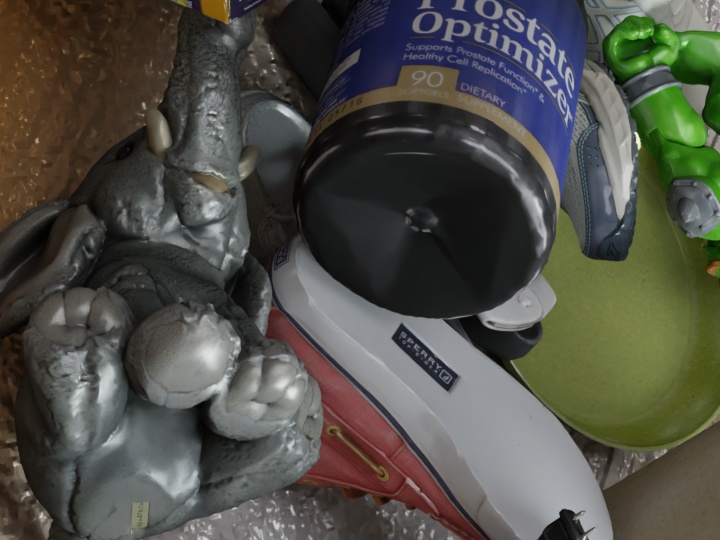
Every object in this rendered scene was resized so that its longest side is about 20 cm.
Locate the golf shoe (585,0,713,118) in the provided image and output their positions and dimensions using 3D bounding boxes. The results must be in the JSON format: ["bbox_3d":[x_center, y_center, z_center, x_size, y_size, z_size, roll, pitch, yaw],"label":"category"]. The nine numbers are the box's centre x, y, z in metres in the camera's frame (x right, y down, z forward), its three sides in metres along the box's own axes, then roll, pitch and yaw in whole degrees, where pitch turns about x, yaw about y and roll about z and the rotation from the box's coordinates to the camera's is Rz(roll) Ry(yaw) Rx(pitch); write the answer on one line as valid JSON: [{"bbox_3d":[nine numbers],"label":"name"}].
[{"bbox_3d":[0.148,-0.149,1.205,0.200,0.097,0.079,33,55,-28],"label":"golf shoe"}]

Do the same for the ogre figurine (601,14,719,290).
[{"bbox_3d":[0.214,-0.056,1.186,0.200,0.098,0.120,35,44,-44],"label":"ogre figurine"}]

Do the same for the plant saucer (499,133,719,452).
[{"bbox_3d":[0.123,-0.001,1.177,0.199,0.031,0.201,14,67,-35],"label":"plant saucer"}]

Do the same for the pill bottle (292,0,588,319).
[{"bbox_3d":[0.042,-0.084,0.995,0.112,0.112,0.200,39,40,-23],"label":"pill bottle"}]

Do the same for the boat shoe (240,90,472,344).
[{"bbox_3d":[-0.001,0.001,1.051,0.074,0.065,0.202,-35,98,-41],"label":"boat shoe"}]

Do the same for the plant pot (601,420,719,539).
[{"bbox_3d":[0.180,0.149,1.032,0.200,0.184,0.201,23,42,-23],"label":"plant pot"}]

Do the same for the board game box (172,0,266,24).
[{"bbox_3d":[-0.060,-0.196,1.010,0.200,0.165,0.057,-37,140,-40],"label":"board game box"}]

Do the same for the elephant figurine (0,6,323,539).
[{"bbox_3d":[-0.087,0.004,0.947,0.142,0.155,0.200,68,6,-45],"label":"elephant figurine"}]

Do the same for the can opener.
[{"bbox_3d":[0.023,-0.045,1.079,0.053,0.066,0.200,-18,70,-44],"label":"can opener"}]

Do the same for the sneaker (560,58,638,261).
[{"bbox_3d":[0.075,-0.077,1.107,0.086,0.078,0.200,-13,52,-10],"label":"sneaker"}]

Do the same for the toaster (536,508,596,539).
[{"bbox_3d":[0.070,0.210,0.922,0.113,0.200,0.129,8,37,-50],"label":"toaster"}]

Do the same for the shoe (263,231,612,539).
[{"bbox_3d":[0.018,0.076,1.004,0.200,0.091,0.071,45,41,-3],"label":"shoe"}]
